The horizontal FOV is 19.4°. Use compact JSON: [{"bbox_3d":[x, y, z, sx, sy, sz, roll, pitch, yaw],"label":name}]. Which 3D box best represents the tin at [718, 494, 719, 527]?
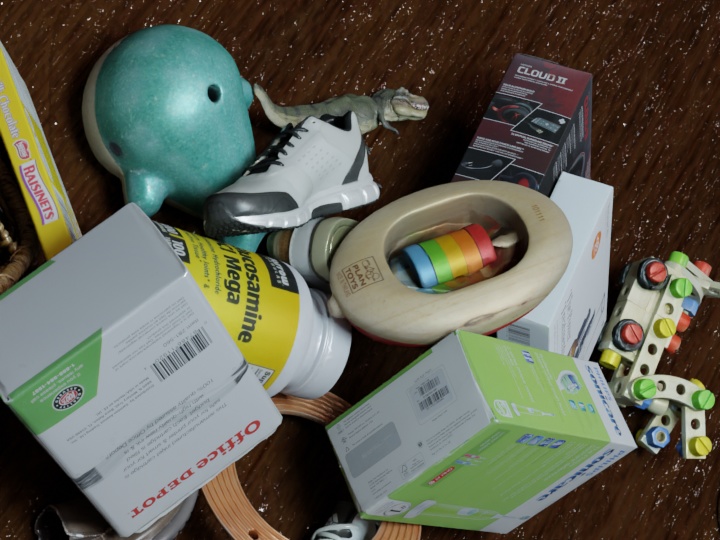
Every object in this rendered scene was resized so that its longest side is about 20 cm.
[{"bbox_3d":[0.400,0.196,2.005,0.112,0.042,0.200,35,60,-22],"label":"tin"}]

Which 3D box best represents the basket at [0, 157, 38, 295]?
[{"bbox_3d":[-0.303,-0.070,1.442,0.143,0.149,0.200,-40,104,-37],"label":"basket"}]

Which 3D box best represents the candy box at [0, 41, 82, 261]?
[{"bbox_3d":[-0.230,-0.068,1.500,0.026,0.102,0.200,-21,70,-5],"label":"candy box"}]

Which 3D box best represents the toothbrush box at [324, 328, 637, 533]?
[{"bbox_3d":[0.096,0.130,1.643,0.200,0.146,0.086,15,45,-49],"label":"toothbrush box"}]

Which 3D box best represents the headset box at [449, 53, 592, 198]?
[{"bbox_3d":[0.137,-0.074,1.789,0.149,0.075,0.200,83,29,-54],"label":"headset box"}]

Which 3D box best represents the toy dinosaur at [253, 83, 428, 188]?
[{"bbox_3d":[-0.016,-0.109,1.737,0.200,0.047,0.088,-5,81,-50],"label":"toy dinosaur"}]

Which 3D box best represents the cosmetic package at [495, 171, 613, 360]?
[{"bbox_3d":[0.163,0.038,1.769,0.200,0.052,0.151,83,27,-55],"label":"cosmetic package"}]

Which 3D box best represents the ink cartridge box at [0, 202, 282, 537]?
[{"bbox_3d":[-0.158,0.073,1.435,0.146,0.084,0.200,-36,143,-7],"label":"ink cartridge box"}]

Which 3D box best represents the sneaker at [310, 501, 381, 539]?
[{"bbox_3d":[-0.045,0.231,1.633,0.200,0.076,0.116,25,56,-40],"label":"sneaker"}]

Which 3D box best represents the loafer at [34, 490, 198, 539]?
[{"bbox_3d":[-0.193,0.191,1.512,0.200,0.073,0.071,-46,109,-36],"label":"loafer"}]

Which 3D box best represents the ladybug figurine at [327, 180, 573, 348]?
[{"bbox_3d":[0.067,0.002,1.624,0.199,0.072,0.136,-16,55,-12],"label":"ladybug figurine"}]

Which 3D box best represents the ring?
[{"bbox_3d":[-0.042,0.166,1.624,0.200,0.019,0.201,21,41,-20],"label":"ring"}]

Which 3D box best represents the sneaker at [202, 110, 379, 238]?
[{"bbox_3d":[-0.059,-0.073,1.607,0.200,0.074,0.080,-24,108,-58],"label":"sneaker"}]

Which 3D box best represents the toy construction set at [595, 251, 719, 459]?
[{"bbox_3d":[0.280,0.062,1.906,0.131,0.092,0.200,29,58,-17],"label":"toy construction set"}]

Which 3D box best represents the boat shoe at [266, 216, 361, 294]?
[{"bbox_3d":[0.000,0.000,1.711,0.200,0.068,0.075,34,67,-53],"label":"boat shoe"}]

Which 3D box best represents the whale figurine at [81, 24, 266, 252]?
[{"bbox_3d":[-0.121,-0.097,1.622,0.200,0.104,0.159,54,52,-19],"label":"whale figurine"}]

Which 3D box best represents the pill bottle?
[{"bbox_3d":[-0.110,0.035,1.591,0.200,0.112,0.113,17,69,-35],"label":"pill bottle"}]
